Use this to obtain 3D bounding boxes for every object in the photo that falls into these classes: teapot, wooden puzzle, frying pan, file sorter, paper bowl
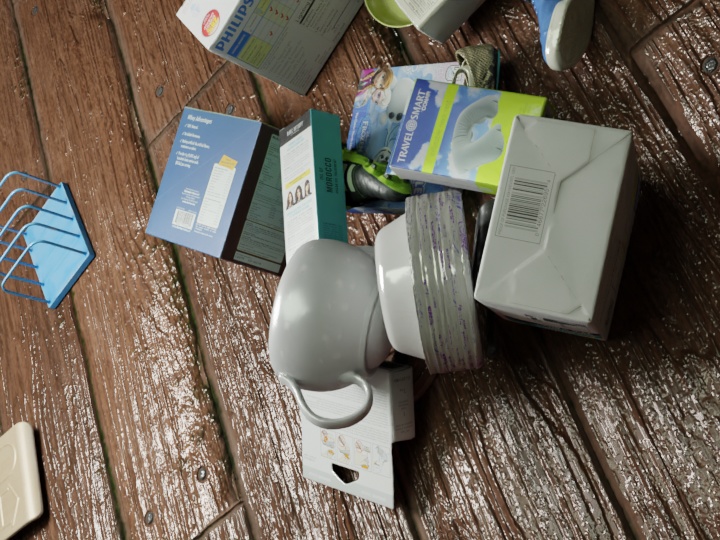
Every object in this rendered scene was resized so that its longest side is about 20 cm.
[{"bbox_3d":[-0.016,0.064,1.441,0.145,0.197,0.202,13,105,16],"label":"teapot"},{"bbox_3d":[-0.625,0.391,2.101,0.199,0.046,0.186,-34,56,26],"label":"wooden puzzle"},{"bbox_3d":[0.149,0.005,1.438,0.031,0.115,0.192,6,76,3],"label":"frying pan"},{"bbox_3d":[-0.589,-0.059,2.154,0.139,0.122,0.201,-49,49,22],"label":"file sorter"},{"bbox_3d":[0.076,0.016,1.340,0.103,0.201,0.202,-9,66,6],"label":"paper bowl"}]

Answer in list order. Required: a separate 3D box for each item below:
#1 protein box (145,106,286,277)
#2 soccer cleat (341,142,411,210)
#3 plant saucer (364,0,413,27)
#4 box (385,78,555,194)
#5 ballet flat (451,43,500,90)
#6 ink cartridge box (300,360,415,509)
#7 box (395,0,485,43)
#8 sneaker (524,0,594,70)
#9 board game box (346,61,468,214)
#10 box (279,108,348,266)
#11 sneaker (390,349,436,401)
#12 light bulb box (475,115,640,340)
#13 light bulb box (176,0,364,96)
[{"bbox_3d":[-0.186,-0.117,1.774,0.198,0.134,0.202,17,89,46],"label":"protein box"},{"bbox_3d":[0.000,-0.113,1.591,0.200,0.067,0.082,32,110,51],"label":"soccer cleat"},{"bbox_3d":[0.086,-0.433,1.689,0.199,0.031,0.202,-15,67,39],"label":"plant saucer"},{"bbox_3d":[0.125,-0.162,1.456,0.199,0.048,0.123,13,80,28],"label":"box"},{"bbox_3d":[0.146,-0.189,1.511,0.075,0.068,0.202,-3,76,-3],"label":"ballet flat"},{"bbox_3d":[-0.007,0.199,1.551,0.199,0.043,0.175,7,103,52],"label":"ink cartridge box"},{"bbox_3d":[0.136,-0.405,1.564,0.200,0.078,0.095,-43,65,19],"label":"box"},{"bbox_3d":[0.227,-0.336,1.485,0.111,0.077,0.202,0,73,38],"label":"sneaker"},{"bbox_3d":[0.063,-0.176,1.618,0.198,0.043,0.202,4,81,44],"label":"board game box"},{"bbox_3d":[-0.062,-0.103,1.579,0.082,0.049,0.202,-26,62,50],"label":"box"},{"bbox_3d":[0.070,0.069,1.509,0.070,0.075,0.201,26,95,45],"label":"sneaker"},{"bbox_3d":[0.217,-0.040,1.282,0.124,0.200,0.200,12,85,17],"label":"light bulb box"},{"bbox_3d":[-0.127,-0.396,1.762,0.199,0.199,0.125,-56,47,14],"label":"light bulb box"}]
